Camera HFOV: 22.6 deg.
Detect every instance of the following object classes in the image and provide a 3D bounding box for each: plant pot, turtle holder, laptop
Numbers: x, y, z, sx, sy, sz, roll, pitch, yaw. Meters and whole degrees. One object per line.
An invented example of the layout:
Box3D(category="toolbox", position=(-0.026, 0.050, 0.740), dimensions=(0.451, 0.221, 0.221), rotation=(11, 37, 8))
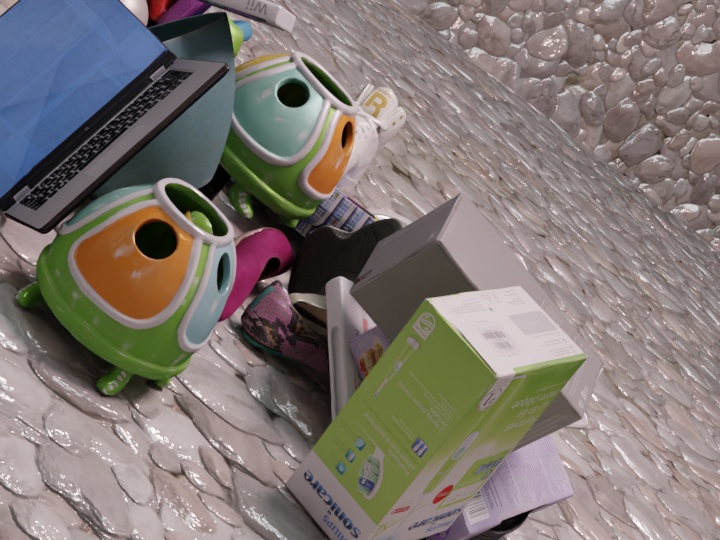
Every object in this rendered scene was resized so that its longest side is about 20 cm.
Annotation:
Box3D(category="plant pot", position=(-0.192, -0.129, 1.560), dimensions=(0.200, 0.199, 0.136), rotation=(-72, 147, -74))
Box3D(category="turtle holder", position=(-0.149, 0.006, 1.337), dimensions=(0.141, 0.132, 0.185), rotation=(50, 17, 30))
Box3D(category="laptop", position=(-0.230, -0.140, 1.381), dimensions=(0.116, 0.187, 0.200), rotation=(51, -13, -21))
Box3D(category="turtle holder", position=(-0.083, -0.141, 1.683), dimensions=(0.141, 0.132, 0.186), rotation=(26, 24, -47))

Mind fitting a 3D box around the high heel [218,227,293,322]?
Box3D(category="high heel", position=(-0.103, 0.012, 1.609), dimensions=(0.200, 0.067, 0.097), rotation=(10, 54, -62))

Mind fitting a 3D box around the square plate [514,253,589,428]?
Box3D(category="square plate", position=(0.121, 0.067, 1.757), dimensions=(0.197, 0.028, 0.201), rotation=(5, 55, -44))

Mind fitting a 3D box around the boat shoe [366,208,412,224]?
Box3D(category="boat shoe", position=(0.066, 0.011, 2.001), dimensions=(0.200, 0.072, 0.069), rotation=(47, 9, -19))

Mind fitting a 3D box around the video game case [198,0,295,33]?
Box3D(category="video game case", position=(-0.156, -0.244, 1.524), dimensions=(0.199, 0.018, 0.143), rotation=(19, 5, 1))

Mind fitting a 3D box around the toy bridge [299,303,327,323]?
Box3D(category="toy bridge", position=(-0.033, 0.025, 1.744), dimensions=(0.067, 0.027, 0.200), rotation=(15, 15, -17))

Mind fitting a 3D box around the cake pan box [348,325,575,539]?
Box3D(category="cake pan box", position=(0.092, 0.133, 1.560), dimensions=(0.184, 0.052, 0.201), rotation=(-11, 75, -53))

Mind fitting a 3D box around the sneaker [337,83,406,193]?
Box3D(category="sneaker", position=(-0.013, -0.149, 1.860), dimensions=(0.074, 0.116, 0.200), rotation=(38, 3, 8))

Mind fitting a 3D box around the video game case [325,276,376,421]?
Box3D(category="video game case", position=(0.046, 0.120, 1.574), dimensions=(0.199, 0.023, 0.183), rotation=(29, 47, -42))

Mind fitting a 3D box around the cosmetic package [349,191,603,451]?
Box3D(category="cosmetic package", position=(0.097, 0.048, 1.491), dimensions=(0.200, 0.106, 0.090), rotation=(53, 35, -13))

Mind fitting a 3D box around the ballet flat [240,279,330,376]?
Box3D(category="ballet flat", position=(-0.018, 0.068, 1.612), dimensions=(0.199, 0.071, 0.069), rotation=(32, 15, -34))

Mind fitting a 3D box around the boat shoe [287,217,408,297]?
Box3D(category="boat shoe", position=(0.001, -0.002, 1.628), dimensions=(0.064, 0.075, 0.201), rotation=(24, -22, -29))

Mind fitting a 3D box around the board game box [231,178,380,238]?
Box3D(category="board game box", position=(-0.064, -0.078, 1.861), dimensions=(0.199, 0.062, 0.200), rotation=(36, 2, -7))

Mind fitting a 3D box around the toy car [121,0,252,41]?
Box3D(category="toy car", position=(-0.203, -0.281, 1.963), dimensions=(0.200, 0.150, 0.175), rotation=(41, 15, -1))

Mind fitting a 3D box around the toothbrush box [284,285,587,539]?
Box3D(category="toothbrush box", position=(0.058, 0.115, 1.381), dimensions=(0.086, 0.200, 0.145), rotation=(48, 26, 22))

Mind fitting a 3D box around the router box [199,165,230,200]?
Box3D(category="router box", position=(-0.212, -0.140, 1.732), dimensions=(0.200, 0.052, 0.157), rotation=(42, 15, -5))
